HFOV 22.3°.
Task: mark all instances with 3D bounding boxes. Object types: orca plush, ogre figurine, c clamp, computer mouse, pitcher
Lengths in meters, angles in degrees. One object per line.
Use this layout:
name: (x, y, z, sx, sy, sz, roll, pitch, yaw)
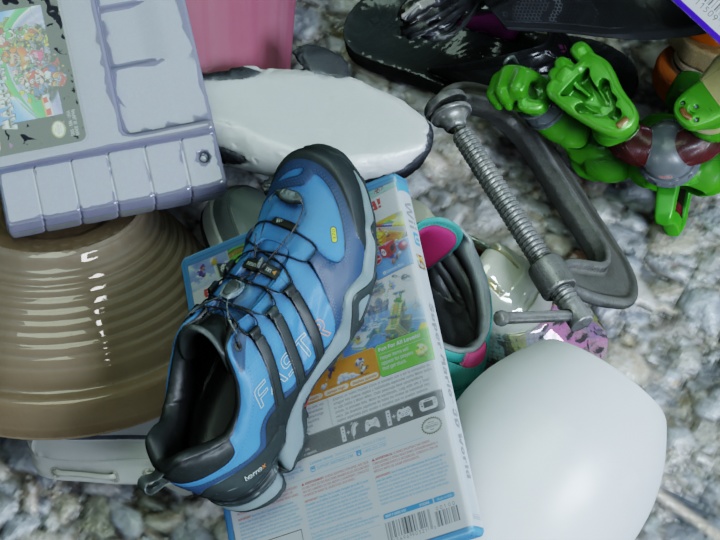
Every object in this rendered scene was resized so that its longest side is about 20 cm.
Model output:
orca plush: (-0.060, -0.070, 1.082, 0.200, 0.071, 0.105, -8, 62, -6)
ogre figurine: (0.184, -0.081, 1.091, 0.200, 0.120, 0.098, -10, 67, 13)
c clamp: (0.097, -0.043, 1.074, 0.027, 0.171, 0.200, -45, 56, 28)
computer mouse: (0.131, -0.174, 1.099, 0.200, 0.053, 0.138, 7, 23, 34)
pitcher: (0.057, 0.126, 0.992, 0.171, 0.121, 0.200, 33, 78, 14)

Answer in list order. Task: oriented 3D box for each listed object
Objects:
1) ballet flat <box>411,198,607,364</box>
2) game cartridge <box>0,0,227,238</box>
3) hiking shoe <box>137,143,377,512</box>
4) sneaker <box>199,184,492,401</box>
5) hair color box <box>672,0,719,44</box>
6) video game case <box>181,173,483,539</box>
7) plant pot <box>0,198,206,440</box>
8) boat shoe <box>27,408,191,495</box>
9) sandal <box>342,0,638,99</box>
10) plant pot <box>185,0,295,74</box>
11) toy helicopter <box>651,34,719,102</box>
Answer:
ballet flat: (0.056, 0.000, 1.094, 0.200, 0.071, 0.069, 28, 61, 21)
game cartridge: (-0.158, -0.125, 1.033, 0.129, 0.038, 0.200, -11, 74, -13)
hiking shoe: (-0.049, 0.026, 0.942, 0.074, 0.087, 0.200, 12, 84, 31)
sneaker: (0.000, 0.000, 1.043, 0.200, 0.121, 0.084, 43, 47, 8)
hair color box: (0.235, -0.177, 1.032, 0.109, 0.065, 0.200, 43, 28, 1)
video game case: (-0.019, 0.064, 0.978, 0.143, 0.018, 0.200, -21, 68, 24)
plant pot: (-0.171, 0.004, 1.064, 0.200, 0.093, 0.201, -1, 33, 1)
boat shoe: (-0.098, 0.099, 1.058, 0.200, 0.066, 0.072, 0, 28, 3)
sandal: (0.081, -0.142, 1.188, 0.200, 0.048, 0.075, 15, 63, 15)
plant pot: (-0.121, -0.181, 1.167, 0.200, 0.200, 0.179, -9, 74, 2)
toy helicopter: (0.290, -0.156, 1.170, 0.200, 0.079, 0.132, 16, 54, 4)
